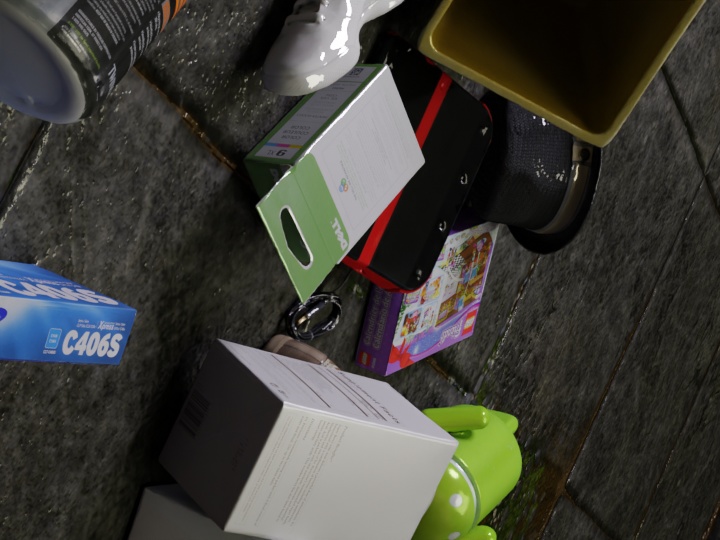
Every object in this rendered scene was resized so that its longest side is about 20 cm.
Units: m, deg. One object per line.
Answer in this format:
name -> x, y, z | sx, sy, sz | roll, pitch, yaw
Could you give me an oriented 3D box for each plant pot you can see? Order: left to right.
plant pot -> 0.184, -0.267, 1.658 | 0.196, 0.194, 0.200 | -58, -170, 26

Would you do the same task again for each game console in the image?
game console -> 0.034, -0.092, 1.675 | 0.177, 0.031, 0.200 | 32, 78, -43

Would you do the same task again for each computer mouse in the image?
computer mouse -> 0.000, 0.000, 1.700 | 0.200, 0.034, 0.059 | -48, 127, -34

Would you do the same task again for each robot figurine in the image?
robot figurine -> 0.097, 0.221, 1.999 | 0.200, 0.116, 0.176 | -35, 130, -49

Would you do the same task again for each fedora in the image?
fedora -> 0.158, -0.116, 1.848 | 0.091, 0.201, 0.201 | 0, 114, -29

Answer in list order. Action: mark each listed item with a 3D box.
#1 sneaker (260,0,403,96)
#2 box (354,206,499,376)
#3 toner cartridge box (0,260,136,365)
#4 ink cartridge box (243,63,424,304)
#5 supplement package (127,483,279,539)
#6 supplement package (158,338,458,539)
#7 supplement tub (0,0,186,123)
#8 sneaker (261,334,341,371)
sneaker -> -0.027, -0.219, 1.461 | 0.200, 0.075, 0.089 | -55, 141, -39
box -> 0.070, 0.018, 1.872 | 0.200, 0.039, 0.137 | -20, 126, -59
toner cartridge box -> -0.236, 0.023, 1.177 | 0.200, 0.095, 0.043 | 10, 100, -66
ink cartridge box -> -0.033, -0.075, 1.527 | 0.200, 0.059, 0.104 | -50, 132, -36
supplement package -> -0.118, 0.300, 1.575 | 0.151, 0.152, 0.200 | 8, 103, -65
supplement package -> -0.043, 0.152, 1.550 | 0.200, 0.120, 0.121 | 18, 103, -40
supplement tub -> -0.158, -0.197, 1.126 | 0.200, 0.122, 0.123 | -55, 153, -28
sneaker -> -0.061, 0.156, 1.669 | 0.070, 0.075, 0.200 | -39, 142, -47
